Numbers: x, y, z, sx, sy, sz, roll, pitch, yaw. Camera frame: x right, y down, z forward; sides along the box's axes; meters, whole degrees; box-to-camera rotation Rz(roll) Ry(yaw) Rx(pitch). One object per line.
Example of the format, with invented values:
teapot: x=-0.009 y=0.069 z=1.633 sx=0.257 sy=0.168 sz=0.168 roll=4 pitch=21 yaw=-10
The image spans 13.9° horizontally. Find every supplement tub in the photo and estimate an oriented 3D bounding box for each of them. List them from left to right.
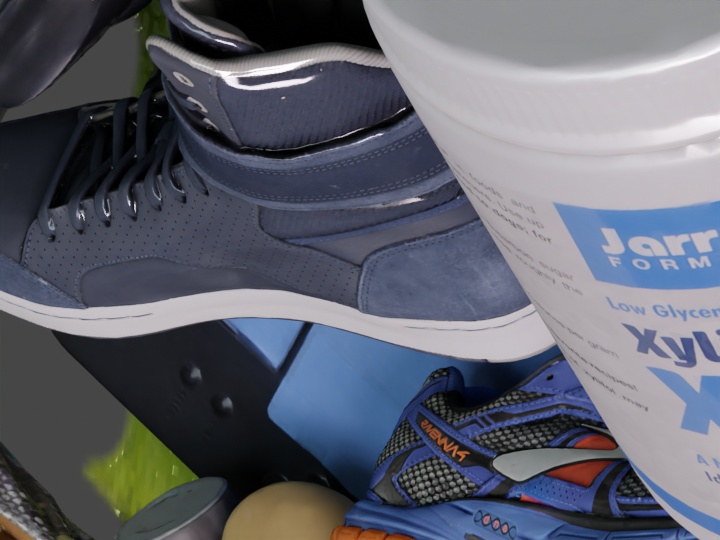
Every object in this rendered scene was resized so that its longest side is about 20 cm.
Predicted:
supplement tub: x=0.088 y=-0.033 z=0.626 sx=0.132 sy=0.132 sz=0.200 roll=9 pitch=152 yaw=31

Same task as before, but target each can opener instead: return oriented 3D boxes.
can opener: x=-0.118 y=-0.072 z=0.892 sx=0.063 sy=0.079 sz=0.200 roll=49 pitch=139 yaw=-4

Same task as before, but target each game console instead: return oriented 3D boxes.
game console: x=0.000 y=0.000 z=0.863 sx=0.177 sy=0.031 sz=0.200 roll=39 pitch=127 yaw=13

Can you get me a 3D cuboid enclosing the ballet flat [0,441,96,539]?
ballet flat: x=-0.097 y=0.120 z=0.960 sx=0.200 sy=0.072 sz=0.072 roll=38 pitch=127 yaw=14

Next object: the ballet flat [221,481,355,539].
ballet flat: x=0.007 y=0.157 z=0.837 sx=0.068 sy=0.063 sz=0.201 roll=-20 pitch=92 yaw=12

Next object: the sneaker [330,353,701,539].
sneaker: x=0.072 y=0.054 z=0.760 sx=0.200 sy=0.075 sz=0.079 roll=-2 pitch=65 yaw=41

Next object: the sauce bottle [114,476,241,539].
sauce bottle: x=-0.012 y=0.158 z=0.907 sx=0.065 sy=0.065 sz=0.200 roll=-19 pitch=108 yaw=38

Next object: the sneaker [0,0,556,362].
sneaker: x=-0.049 y=-0.044 z=0.771 sx=0.202 sy=0.077 sz=0.146 roll=3 pitch=149 yaw=25
